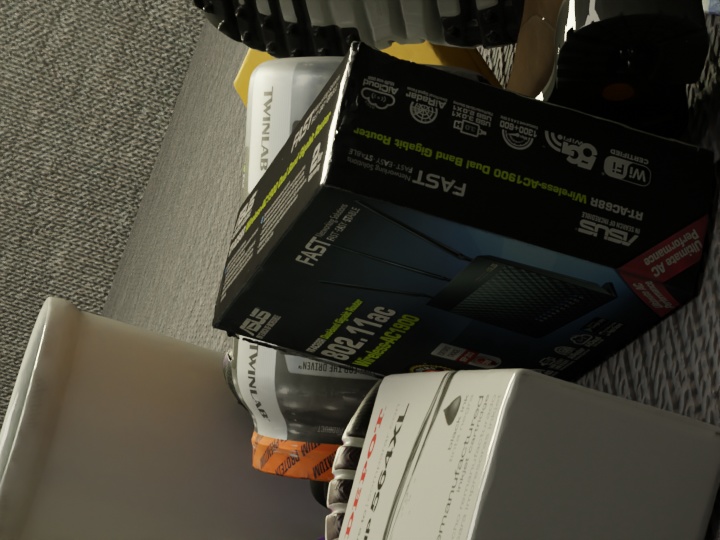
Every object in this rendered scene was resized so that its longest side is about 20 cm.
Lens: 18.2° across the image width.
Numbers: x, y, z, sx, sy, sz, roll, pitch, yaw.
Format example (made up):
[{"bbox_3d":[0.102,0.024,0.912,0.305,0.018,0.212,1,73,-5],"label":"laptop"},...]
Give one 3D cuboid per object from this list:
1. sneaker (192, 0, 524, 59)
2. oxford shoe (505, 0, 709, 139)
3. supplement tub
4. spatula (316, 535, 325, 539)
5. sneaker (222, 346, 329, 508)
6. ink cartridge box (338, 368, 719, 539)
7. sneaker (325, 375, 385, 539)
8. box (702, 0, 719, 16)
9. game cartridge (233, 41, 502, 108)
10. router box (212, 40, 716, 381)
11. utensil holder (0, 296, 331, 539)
[{"bbox_3d":[0.013,-0.148,1.123,0.091,0.199,0.067,-48,-47,-53],"label":"sneaker"},{"bbox_3d":[0.094,-0.093,0.887,0.200,0.072,0.085,113,154,-68],"label":"oxford shoe"},{"bbox_3d":[0.000,0.000,1.097,0.123,0.122,0.201,-174,88,-79],"label":"supplement tub"},{"bbox_3d":[-0.004,0.159,1.174,0.021,0.056,0.200,65,169,-14],"label":"spatula"},{"bbox_3d":[-0.036,0.075,1.275,0.200,0.087,0.076,-90,-1,-64],"label":"sneaker"},{"bbox_3d":[0.048,0.116,0.830,0.200,0.084,0.147,163,123,-77],"label":"ink cartridge box"},{"bbox_3d":[0.007,0.146,1.032,0.116,0.075,0.201,123,160,-66],"label":"sneaker"},{"bbox_3d":[0.157,-0.198,0.862,0.122,0.047,0.201,-126,54,-77],"label":"box"},{"bbox_3d":[0.007,-0.090,1.237,0.177,0.032,0.200,59,149,16],"label":"game cartridge"},{"bbox_3d":[0.035,-0.010,0.914,0.200,0.149,0.062,131,153,-66],"label":"router box"},{"bbox_3d":[-0.118,0.125,1.358,0.170,0.199,0.171,-162,90,-79],"label":"utensil holder"}]
